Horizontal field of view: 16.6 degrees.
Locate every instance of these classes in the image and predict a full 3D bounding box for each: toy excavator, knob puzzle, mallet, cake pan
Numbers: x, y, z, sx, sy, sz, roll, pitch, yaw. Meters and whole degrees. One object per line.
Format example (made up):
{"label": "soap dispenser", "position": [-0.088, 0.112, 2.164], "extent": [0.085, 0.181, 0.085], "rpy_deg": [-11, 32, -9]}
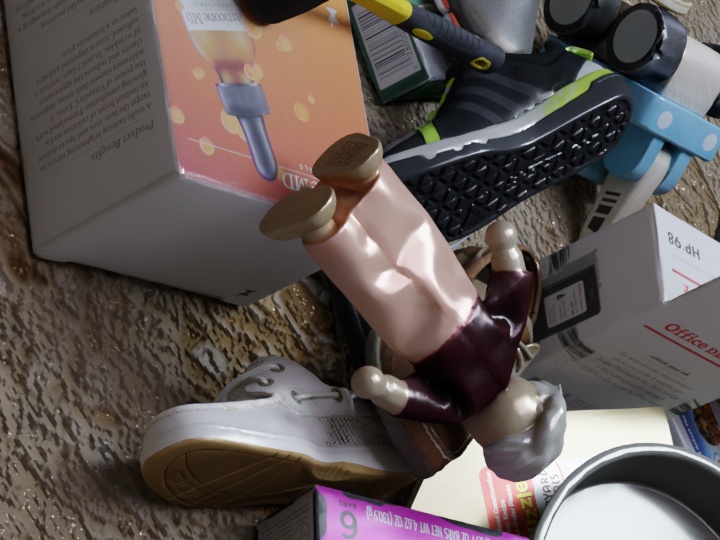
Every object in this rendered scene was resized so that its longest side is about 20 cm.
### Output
{"label": "toy excavator", "position": [0.169, -0.066, 1.581], "extent": [0.100, 0.200, 0.194], "rpy_deg": [20, 13, -43]}
{"label": "knob puzzle", "position": [0.095, 0.169, 1.350], "extent": [0.219, 0.030, 0.220], "rpy_deg": [10, 68, -24]}
{"label": "mallet", "position": [0.024, -0.139, 1.275], "extent": [0.200, 0.066, 0.041], "rpy_deg": [13, 57, -48]}
{"label": "cake pan", "position": [0.162, 0.193, 1.329], "extent": [0.200, 0.037, 0.200], "rpy_deg": [13, 65, -29]}

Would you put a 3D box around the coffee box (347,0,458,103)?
{"label": "coffee box", "position": [0.028, -0.202, 1.522], "extent": [0.123, 0.044, 0.200], "rpy_deg": [-7, 74, -53]}

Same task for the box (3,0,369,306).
{"label": "box", "position": [-0.087, -0.101, 1.259], "extent": [0.152, 0.106, 0.200], "rpy_deg": [15, 57, -47]}

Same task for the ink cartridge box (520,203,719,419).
{"label": "ink cartridge box", "position": [0.158, 0.031, 1.405], "extent": [0.116, 0.200, 0.067], "rpy_deg": [27, 48, -40]}

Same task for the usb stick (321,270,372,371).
{"label": "usb stick", "position": [0.000, 0.000, 1.371], "extent": [0.055, 0.033, 0.200], "rpy_deg": [0, 69, -60]}

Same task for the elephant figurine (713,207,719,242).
{"label": "elephant figurine", "position": [0.290, -0.026, 1.548], "extent": [0.141, 0.155, 0.200], "rpy_deg": [12, 91, -47]}

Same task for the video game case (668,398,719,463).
{"label": "video game case", "position": [0.257, 0.115, 1.628], "extent": [0.200, 0.018, 0.143], "rpy_deg": [-17, 82, -57]}

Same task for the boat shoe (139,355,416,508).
{"label": "boat shoe", "position": [-0.047, 0.077, 1.235], "extent": [0.200, 0.071, 0.069], "rpy_deg": [14, 57, -58]}

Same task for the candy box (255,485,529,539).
{"label": "candy box", "position": [0.021, 0.218, 1.212], "extent": [0.136, 0.061, 0.200], "rpy_deg": [17, 55, -30]}

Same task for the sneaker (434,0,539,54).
{"label": "sneaker", "position": [0.092, -0.209, 1.498], "extent": [0.077, 0.082, 0.200], "rpy_deg": [30, 46, -40]}

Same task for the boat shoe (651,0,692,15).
{"label": "boat shoe", "position": [0.184, -0.261, 1.689], "extent": [0.074, 0.069, 0.200], "rpy_deg": [16, 38, -47]}

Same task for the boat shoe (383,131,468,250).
{"label": "boat shoe", "position": [0.067, -0.066, 1.469], "extent": [0.072, 0.062, 0.200], "rpy_deg": [57, 37, -9]}

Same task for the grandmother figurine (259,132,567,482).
{"label": "grandmother figurine", "position": [0.040, 0.025, 1.216], "extent": [0.121, 0.061, 0.200], "rpy_deg": [-43, 115, -14]}

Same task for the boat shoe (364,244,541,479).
{"label": "boat shoe", "position": [0.055, 0.038, 1.317], "extent": [0.076, 0.072, 0.200], "rpy_deg": [57, 24, -21]}

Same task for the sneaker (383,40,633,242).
{"label": "sneaker", "position": [0.065, -0.078, 1.409], "extent": [0.200, 0.072, 0.083], "rpy_deg": [-22, 54, -34]}
